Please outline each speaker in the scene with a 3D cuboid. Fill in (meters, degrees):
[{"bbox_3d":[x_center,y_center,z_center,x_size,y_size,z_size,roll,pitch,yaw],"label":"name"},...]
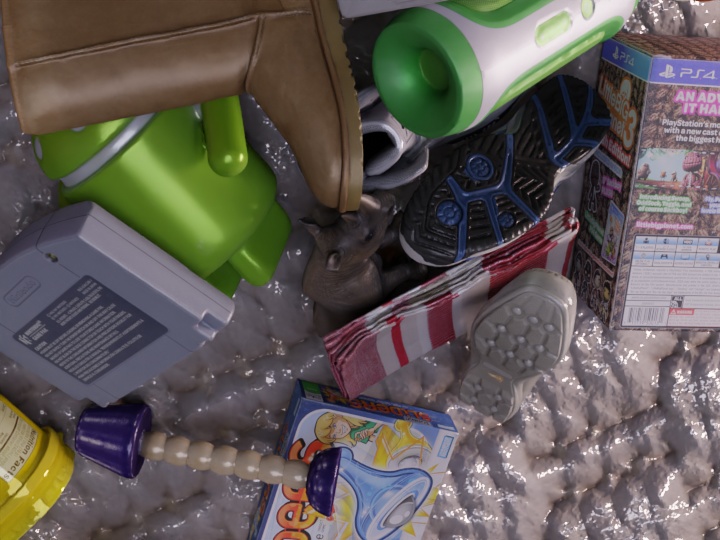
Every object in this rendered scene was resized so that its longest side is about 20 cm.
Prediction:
[{"bbox_3d":[0.098,-0.159,0.794,0.199,0.088,0.090,-35,118,-36],"label":"speaker"}]

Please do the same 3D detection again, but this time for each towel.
[{"bbox_3d":[0.068,0.030,0.900,0.198,0.144,0.023,-28,73,-4],"label":"towel"}]

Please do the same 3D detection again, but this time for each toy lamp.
[{"bbox_3d":[-0.114,0.138,0.925,0.197,0.058,0.059,10,108,1],"label":"toy lamp"}]

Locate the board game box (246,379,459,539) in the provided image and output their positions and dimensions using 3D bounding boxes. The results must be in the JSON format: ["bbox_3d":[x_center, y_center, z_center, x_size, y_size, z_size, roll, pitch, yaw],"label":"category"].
[{"bbox_3d":[-0.016,0.198,0.994,0.133,0.035,0.203,13,106,-15],"label":"board game box"}]

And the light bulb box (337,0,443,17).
[{"bbox_3d":[0.055,-0.280,0.733,0.123,0.200,0.201,-4,114,26],"label":"light bulb box"}]

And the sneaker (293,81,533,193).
[{"bbox_3d":[0.047,-0.109,0.848,0.198,0.115,0.076,-27,102,1],"label":"sneaker"}]

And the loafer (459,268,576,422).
[{"bbox_3d":[0.115,0.044,0.895,0.069,0.201,0.070,29,64,4],"label":"loafer"}]

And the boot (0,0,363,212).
[{"bbox_3d":[-0.104,-0.104,0.736,0.197,0.066,0.178,-9,70,-6],"label":"boot"}]

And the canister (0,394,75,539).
[{"bbox_3d":[-0.326,0.121,0.882,0.148,0.087,0.200,-41,110,6],"label":"canister"}]

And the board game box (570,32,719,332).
[{"bbox_3d":[0.255,-0.065,0.918,0.157,0.097,0.203,2,109,-11],"label":"board game box"}]

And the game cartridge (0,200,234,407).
[{"bbox_3d":[-0.185,0.026,0.840,0.133,0.042,0.199,40,142,-17],"label":"game cartridge"}]

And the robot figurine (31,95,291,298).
[{"bbox_3d":[-0.136,-0.068,0.832,0.174,0.116,0.200,-27,117,34],"label":"robot figurine"}]

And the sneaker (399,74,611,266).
[{"bbox_3d":[0.098,-0.057,0.860,0.199,0.077,0.076,-36,80,-33],"label":"sneaker"}]

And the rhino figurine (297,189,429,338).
[{"bbox_3d":[0.000,0.000,0.867,0.086,0.060,0.201,-23,155,-6],"label":"rhino figurine"}]
